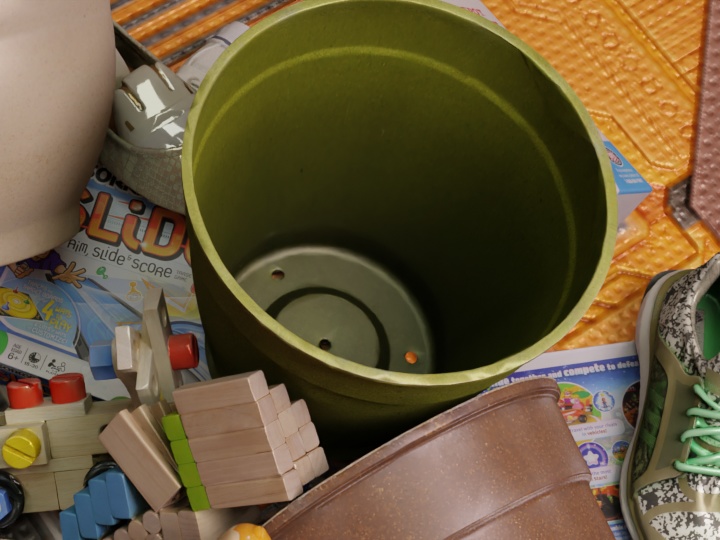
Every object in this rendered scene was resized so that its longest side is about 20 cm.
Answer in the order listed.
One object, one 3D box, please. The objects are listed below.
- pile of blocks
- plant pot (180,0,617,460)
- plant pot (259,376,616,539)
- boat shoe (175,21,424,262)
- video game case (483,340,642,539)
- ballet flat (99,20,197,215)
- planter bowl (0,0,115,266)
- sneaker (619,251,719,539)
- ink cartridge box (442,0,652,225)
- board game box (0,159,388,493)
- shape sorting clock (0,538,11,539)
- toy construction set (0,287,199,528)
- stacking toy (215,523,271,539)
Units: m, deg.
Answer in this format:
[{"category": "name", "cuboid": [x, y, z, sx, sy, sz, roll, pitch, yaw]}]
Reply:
[{"category": "pile of blocks", "cuboid": [-0.086, 0.104, 0.876, 0.082, 0.200, 0.062, 53, 35, 8]}, {"category": "plant pot", "cuboid": [0.000, 0.000, 0.903, 0.200, 0.193, 0.201, 5, 63, -11]}, {"category": "plant pot", "cuboid": [0.058, 0.186, 0.865, 0.200, 0.200, 0.198, -26, 73, -18]}, {"category": "boat shoe", "cuboid": [-0.033, -0.058, 1.041, 0.070, 0.071, 0.200, -40, 72, -16]}, {"category": "video game case", "cuboid": [0.145, 0.135, 0.997, 0.143, 0.018, 0.200, -7, 66, -10]}, {"category": "ballet flat", "cuboid": [-0.134, -0.099, 1.023, 0.067, 0.062, 0.200, -38, 57, -21]}, {"category": "planter bowl", "cuboid": [-0.213, -0.071, 0.936, 0.200, 0.200, 0.135, -14, 104, -13]}, {"category": "sneaker", "cuboid": [0.182, 0.075, 0.970, 0.077, 0.089, 0.200, 4, 64, -5]}, {"category": "ink cartridge box", "cuboid": [0.060, -0.094, 1.039, 0.068, 0.115, 0.200, -47, 72, 22]}, {"category": "board game box", "cuboid": [-0.100, 0.025, 1.010, 0.200, 0.034, 0.136, 19, 64, 2]}, {"category": "shape sorting clock", "cuboid": [-0.188, 0.226, 0.899, 0.200, 0.039, 0.200, 3, 64, -6]}, {"category": "toy construction set", "cuboid": [-0.166, 0.062, 0.928, 0.200, 0.092, 0.131, -3, 101, 20]}, {"category": "stacking toy", "cuboid": [-0.097, 0.193, 0.807, 0.110, 0.116, 0.200, 31, 101, -6]}]
